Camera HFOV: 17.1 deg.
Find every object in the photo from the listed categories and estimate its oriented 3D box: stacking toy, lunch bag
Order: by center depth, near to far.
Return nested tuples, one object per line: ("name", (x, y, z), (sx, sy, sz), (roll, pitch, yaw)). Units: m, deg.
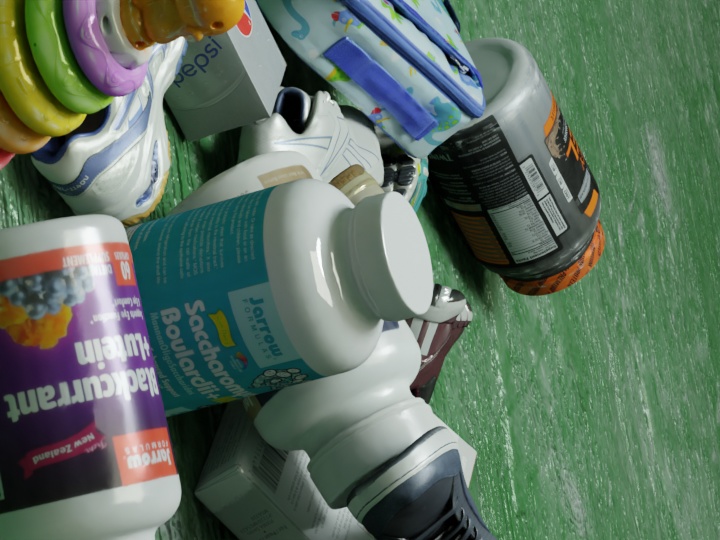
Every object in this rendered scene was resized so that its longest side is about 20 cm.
("stacking toy", (-0.148, -0.116, 1.214), (0.116, 0.199, 0.110), (45, 36, -51))
("lunch bag", (0.002, -0.180, 1.712), (0.200, 0.082, 0.161), (38, 23, -40))

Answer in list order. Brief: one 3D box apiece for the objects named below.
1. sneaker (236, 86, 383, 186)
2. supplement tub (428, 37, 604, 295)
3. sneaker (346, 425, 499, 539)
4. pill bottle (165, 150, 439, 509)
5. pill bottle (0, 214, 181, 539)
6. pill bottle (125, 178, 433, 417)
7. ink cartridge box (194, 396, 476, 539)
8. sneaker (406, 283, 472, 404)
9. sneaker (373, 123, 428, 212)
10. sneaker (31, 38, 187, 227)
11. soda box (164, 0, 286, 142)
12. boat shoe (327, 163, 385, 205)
("sneaker", (-0.031, -0.087, 1.635), (0.200, 0.074, 0.088), (-47, 138, -67))
("supplement tub", (0.122, -0.081, 1.974), (0.123, 0.122, 0.201), (-81, 149, -46))
("sneaker", (0.065, 0.175, 1.394), (0.146, 0.077, 0.202), (52, -4, 18))
("pill bottle", (-0.033, 0.038, 1.450), (0.201, 0.111, 0.111), (59, 18, 15))
("pill bottle", (-0.151, 0.081, 1.200), (0.111, 0.111, 0.202), (-3, 79, -68))
("pill bottle", (-0.063, 0.014, 1.344), (0.111, 0.199, 0.111), (48, 34, -48))
("ink cartridge box", (-0.012, 0.130, 1.541), (0.176, 0.045, 0.200), (46, 32, -18))
("sneaker", (0.029, 0.064, 1.748), (0.200, 0.075, 0.116), (41, 68, -83))
("sneaker", (0.018, -0.048, 1.766), (0.200, 0.077, 0.080), (-59, 141, -61))
("sneaker", (-0.150, -0.127, 1.390), (0.088, 0.075, 0.201), (43, 38, -54))
("soda box", (-0.118, -0.185, 1.519), (0.068, 0.063, 0.201), (-76, 146, -53))
("boat shoe", (0.000, 0.000, 1.597), (0.065, 0.071, 0.200), (44, -12, 15))
